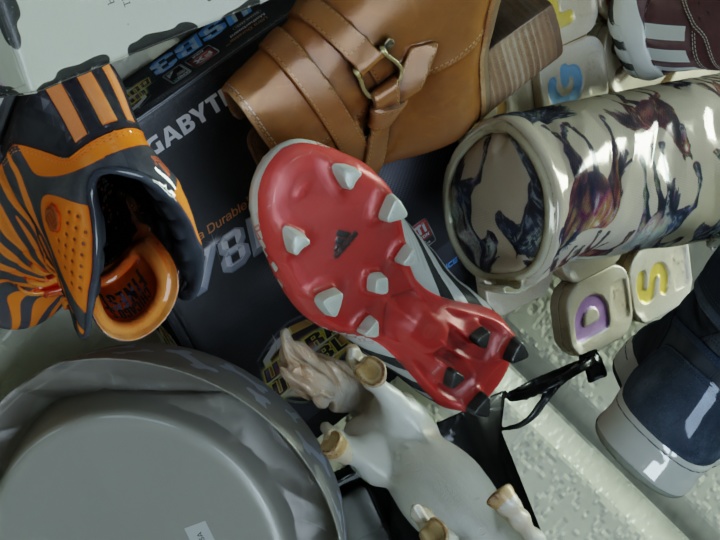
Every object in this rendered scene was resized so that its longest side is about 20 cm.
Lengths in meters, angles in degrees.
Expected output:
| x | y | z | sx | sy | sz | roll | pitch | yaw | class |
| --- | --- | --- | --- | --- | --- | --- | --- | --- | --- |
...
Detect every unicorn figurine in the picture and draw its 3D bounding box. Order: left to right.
| x | y | z | sx | sy | sz | roll | pitch | yaw | class |
| --- | --- | --- | --- | --- | --- | --- | --- | --- | --- |
| 0.039 | 0.112 | 1.217 | 0.074 | 0.201 | 0.137 | -27 | 159 | 2 | unicorn figurine |

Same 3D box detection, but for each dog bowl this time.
| x | y | z | sx | sy | sz | roll | pitch | yaw | class |
| --- | --- | --- | --- | --- | --- | --- | --- | --- | --- |
| -0.097 | 0.124 | 1.246 | 0.199 | 0.059 | 0.201 | 4 | 109 | 12 | dog bowl |

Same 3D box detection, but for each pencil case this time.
| x | y | z | sx | sy | sz | roll | pitch | yaw | class |
| --- | --- | --- | --- | --- | --- | --- | --- | --- | --- |
| 0.124 | -0.041 | 1.294 | 0.199 | 0.078 | 0.090 | -12 | 89 | -44 | pencil case |

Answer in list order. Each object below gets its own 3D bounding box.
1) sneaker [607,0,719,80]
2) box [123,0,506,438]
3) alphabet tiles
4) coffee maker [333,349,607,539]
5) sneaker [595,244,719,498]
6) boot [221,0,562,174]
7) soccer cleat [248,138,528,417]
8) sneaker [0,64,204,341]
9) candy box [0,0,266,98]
| x | y | z | sx | sy | sz | roll | pitch | yaw | class |
| --- | --- | --- | --- | --- | --- | --- | --- | --- | --- |
| 0.220 | -0.158 | 1.336 | 0.200 | 0.115 | 0.076 | -49 | 128 | -23 | sneaker |
| -0.021 | -0.037 | 1.297 | 0.200 | 0.050 | 0.199 | -36 | 123 | -16 | box |
| 0.123 | -0.063 | 1.356 | 0.195 | 0.015 | 0.201 | -24 | 115 | -39 | alphabet tiles |
| 0.066 | 0.171 | 1.313 | 0.192 | 0.135 | 0.201 | -28 | 84 | 17 | coffee maker |
| 0.187 | 0.024 | 1.312 | 0.077 | 0.202 | 0.146 | 38 | 104 | 1 | sneaker |
| 0.001 | -0.123 | 1.196 | 0.154 | 0.074 | 0.200 | -33 | 129 | -11 | boot |
| 0.000 | 0.000 | 1.233 | 0.069 | 0.085 | 0.200 | -55 | 135 | -5 | soccer cleat |
| -0.125 | -0.005 | 1.153 | 0.077 | 0.112 | 0.200 | -22 | 156 | -22 | sneaker |
| -0.082 | -0.163 | 1.073 | 0.199 | 0.061 | 0.137 | -24 | 102 | -31 | candy box |
